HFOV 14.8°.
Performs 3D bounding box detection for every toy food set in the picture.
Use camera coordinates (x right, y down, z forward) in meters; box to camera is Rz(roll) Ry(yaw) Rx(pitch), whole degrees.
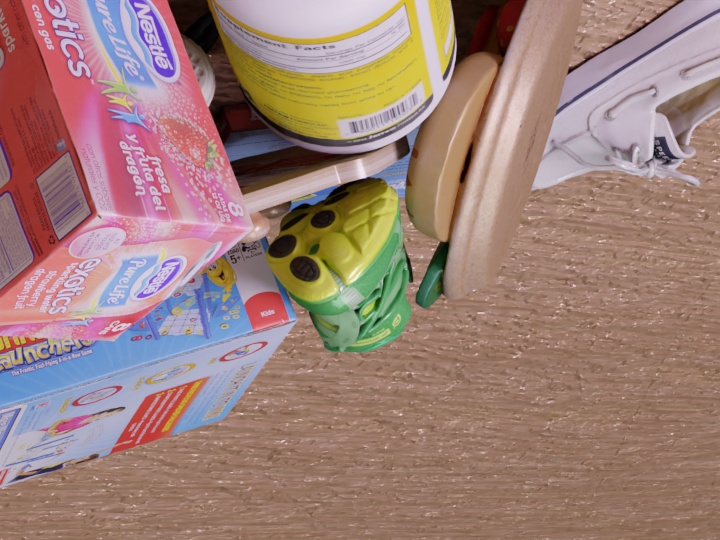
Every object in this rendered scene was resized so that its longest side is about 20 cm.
[{"bbox_3d":[0.069,-0.074,1.471,0.049,0.200,0.198,17,149,8],"label":"toy food set"}]

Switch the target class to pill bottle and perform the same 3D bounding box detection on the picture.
[{"bbox_3d":[-0.018,-0.142,1.287,0.112,0.113,0.200,-21,158,-2],"label":"pill bottle"}]

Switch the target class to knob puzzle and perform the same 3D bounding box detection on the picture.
[{"bbox_3d":[-0.058,-0.036,1.417,0.219,0.031,0.220,-14,-173,2],"label":"knob puzzle"}]

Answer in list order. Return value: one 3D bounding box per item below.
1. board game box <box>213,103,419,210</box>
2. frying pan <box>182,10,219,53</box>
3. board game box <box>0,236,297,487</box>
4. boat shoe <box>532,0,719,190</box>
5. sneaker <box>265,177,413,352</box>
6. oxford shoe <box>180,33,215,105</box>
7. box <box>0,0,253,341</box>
[{"bbox_3d":[-0.008,-0.069,1.588,0.200,0.019,0.103,-8,153,-31],"label":"board game box"},{"bbox_3d":[-0.133,-0.079,1.427,0.115,0.031,0.190,-19,157,-16],"label":"frying pan"},{"bbox_3d":[-0.152,0.057,1.485,0.196,0.056,0.200,-17,167,-20],"label":"board game box"},{"bbox_3d":[0.171,-0.085,1.629,0.202,0.086,0.075,-33,156,24],"label":"boat shoe"},{"bbox_3d":[0.000,0.000,1.425,0.074,0.084,0.200,-27,-175,4],"label":"sneaker"},{"bbox_3d":[-0.161,-0.067,1.378,0.200,0.075,0.058,-21,155,15],"label":"oxford shoe"},{"bbox_3d":[-0.140,-0.079,1.199,0.103,0.200,0.095,-38,153,33],"label":"box"}]
